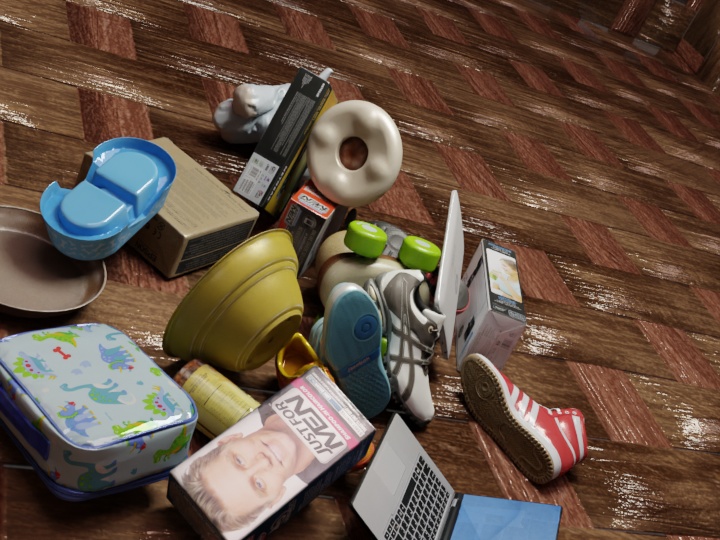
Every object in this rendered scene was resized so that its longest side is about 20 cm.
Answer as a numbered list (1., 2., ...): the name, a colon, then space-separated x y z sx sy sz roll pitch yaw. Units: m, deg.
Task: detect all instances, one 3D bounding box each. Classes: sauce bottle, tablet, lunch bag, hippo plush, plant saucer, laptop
1. sauce bottle: -0.122 0.177 1.158 0.199 0.067 0.066 37 30 11
2. tablet: 0.124 0.005 1.457 0.013 0.131 0.202 3 53 13
3. lunch bag: -0.272 0.135 1.050 0.159 0.084 0.199 -10 36 -46
4. hippo plush: -0.134 -0.210 1.731 0.197 0.159 0.163 -15 79 -32
5. plant saucer: -0.399 -0.006 1.246 0.197 0.032 0.201 21 30 -13
6. laptop: 0.110 0.258 1.158 0.201 0.115 0.188 54 27 -9

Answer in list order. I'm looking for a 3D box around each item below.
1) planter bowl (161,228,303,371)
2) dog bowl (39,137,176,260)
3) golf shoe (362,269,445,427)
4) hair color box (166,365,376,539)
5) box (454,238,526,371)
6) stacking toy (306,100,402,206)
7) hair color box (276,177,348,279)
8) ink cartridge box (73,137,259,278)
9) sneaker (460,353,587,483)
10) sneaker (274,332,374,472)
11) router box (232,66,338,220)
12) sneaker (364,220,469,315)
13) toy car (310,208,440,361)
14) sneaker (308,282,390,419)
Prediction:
1. planter bowl: -0.126 0.055 1.218 0.083 0.201 0.199 44 32 15
2. dog bowl: -0.312 -0.087 1.316 0.110 0.050 0.201 28 46 10
3. golf shoe: 0.070 0.096 1.333 0.078 0.093 0.203 -58 129 -77
4. hair color box: -0.088 0.195 1.074 0.199 0.061 0.100 -35 68 -32
5. box: 0.187 0.057 1.561 0.059 0.118 0.201 19 31 -8
6. stacking toy: 0.018 -0.166 1.562 0.145 0.147 0.199 36 13 16
7. hair color box: -0.066 -0.082 1.571 0.063 0.112 0.200 29 28 2
8. ink cartridge box: -0.265 -0.091 1.451 0.199 0.076 0.164 38 29 19
9. sneaker: 0.223 0.189 1.423 0.111 0.072 0.201 -9 53 -42
10. sneaker: -0.050 0.154 1.226 0.072 0.078 0.200 -25 47 -20
11. router box: -0.105 -0.181 1.553 0.052 0.202 0.157 29 -1 6
12. sneaker: 0.063 0.013 1.555 0.199 0.087 0.074 40 51 6
13. toy car: 0.000 0.000 1.466 0.155 0.167 0.200 14 19 -22
14. sneaker: -0.029 0.076 1.296 0.078 0.203 0.131 -21 40 -17
